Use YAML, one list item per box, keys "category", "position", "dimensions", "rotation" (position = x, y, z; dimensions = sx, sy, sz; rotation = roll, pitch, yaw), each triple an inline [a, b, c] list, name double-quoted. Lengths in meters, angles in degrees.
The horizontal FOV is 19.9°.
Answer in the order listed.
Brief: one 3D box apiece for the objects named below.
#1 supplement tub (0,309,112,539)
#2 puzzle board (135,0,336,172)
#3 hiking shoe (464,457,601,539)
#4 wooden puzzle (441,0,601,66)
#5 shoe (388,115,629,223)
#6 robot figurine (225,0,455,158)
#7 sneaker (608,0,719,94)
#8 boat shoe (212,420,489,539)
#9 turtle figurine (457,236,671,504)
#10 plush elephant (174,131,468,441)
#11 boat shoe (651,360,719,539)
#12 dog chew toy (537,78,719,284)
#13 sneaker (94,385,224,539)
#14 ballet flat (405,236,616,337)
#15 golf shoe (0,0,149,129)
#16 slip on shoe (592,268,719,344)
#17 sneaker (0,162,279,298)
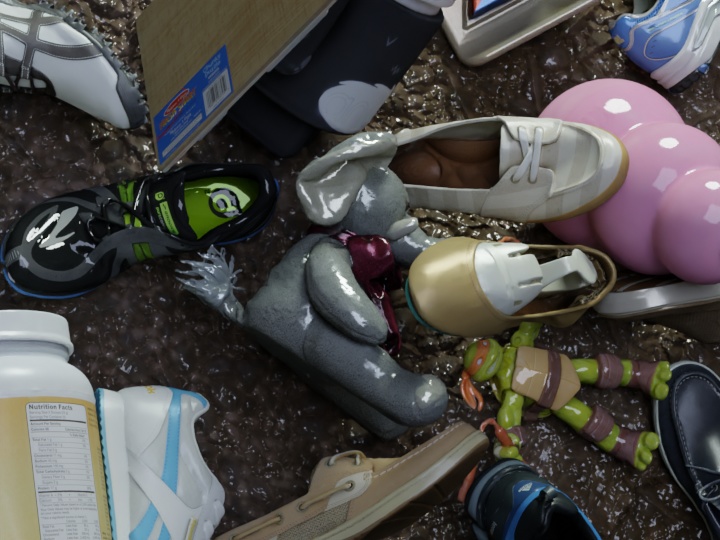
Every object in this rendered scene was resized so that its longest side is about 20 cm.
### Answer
- category: "supplement tub"
  position: [-0.231, 0.136, 1.280]
  dimensions: [0.144, 0.145, 0.201]
  rotation: [-5, 77, -17]
- category: "puzzle board"
  position: [-0.078, -0.176, 1.365]
  dimensions: [0.017, 0.200, 0.151]
  rotation: [23, 38, -35]
- category: "hiking shoe"
  position: [0.137, 0.219, 1.366]
  dimensions: [0.074, 0.087, 0.200]
  rotation: [-39, 114, -15]
- category: "wooden puzzle"
  position: [0.113, -0.277, 1.513]
  dimensions: [0.185, 0.046, 0.200]
  rotation: [-28, 83, -2]
- category: "shoe"
  position: [0.086, -0.069, 1.408]
  dimensions: [0.053, 0.199, 0.070]
  rotation: [15, 76, -58]
- category: "robot figurine"
  position: [-0.017, -0.176, 1.409]
  dimensions: [0.125, 0.200, 0.150]
  rotation: [23, 24, -34]
- category: "sneaker"
  position: [0.253, -0.234, 1.551]
  dimensions: [0.077, 0.076, 0.200]
  rotation: [29, 69, -11]
- category: "boat shoe"
  position: [-0.009, 0.150, 1.352]
  dimensions: [0.200, 0.071, 0.065]
  rotation: [-33, 73, 4]
- category: "turtle figurine"
  position: [0.131, 0.088, 1.438]
  dimensions: [0.161, 0.064, 0.201]
  rotation: [20, 62, -18]
- category: "plush elephant"
  position: [0.000, 0.000, 1.369]
  dimensions: [0.200, 0.165, 0.155]
  rotation: [34, 79, 5]
- category: "boat shoe"
  position: [0.267, 0.155, 1.459]
  dimensions: [0.074, 0.062, 0.201]
  rotation: [-17, 79, -17]
- category: "dog chew toy"
  position: [0.201, -0.054, 1.425]
  dimensions: [0.124, 0.200, 0.125]
  rotation: [-16, 122, -27]
- category: "sneaker"
  position: [-0.127, 0.172, 1.338]
  dimensions: [0.080, 0.077, 0.201]
  rotation: [-3, 78, -17]
- category: "ballet flat"
  position: [0.103, 0.003, 1.337]
  dimensions: [0.200, 0.063, 0.069]
  rotation: [-4, 72, -57]
- category: "golf shoe"
  position: [-0.235, -0.144, 1.396]
  dimensions: [0.200, 0.078, 0.095]
  rotation: [37, 72, 9]
- category: "slip on shoe"
  position: [0.248, 0.024, 1.472]
  dimensions: [0.200, 0.076, 0.061]
  rotation: [-10, 102, -39]
- category: "sneaker"
  position: [-0.147, -0.037, 1.383]
  dimensions: [0.199, 0.083, 0.071]
  rotation: [-16, 80, -19]
